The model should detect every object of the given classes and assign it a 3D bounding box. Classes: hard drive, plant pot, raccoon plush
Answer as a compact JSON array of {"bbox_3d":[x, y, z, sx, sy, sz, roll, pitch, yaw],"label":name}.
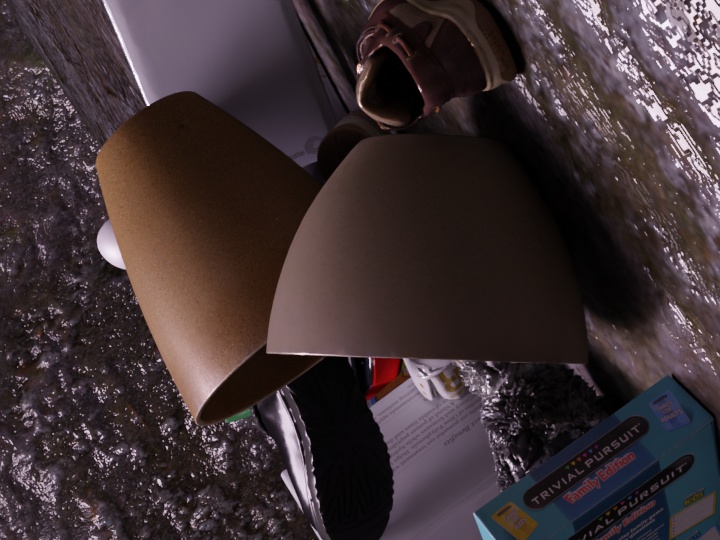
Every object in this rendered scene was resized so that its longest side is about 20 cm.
[{"bbox_3d":[-0.105,-0.159,1.281,0.027,0.131,0.201,-113,2,-65],"label":"hard drive"},{"bbox_3d":[0.043,-0.012,1.047,0.200,0.199,0.136,172,100,-79],"label":"plant pot"},{"bbox_3d":[0.105,0.120,1.198,0.134,0.096,0.201,52,137,41],"label":"raccoon plush"},{"bbox_3d":[-0.097,-0.024,1.222,0.200,0.186,0.187,53,169,12],"label":"plant pot"}]

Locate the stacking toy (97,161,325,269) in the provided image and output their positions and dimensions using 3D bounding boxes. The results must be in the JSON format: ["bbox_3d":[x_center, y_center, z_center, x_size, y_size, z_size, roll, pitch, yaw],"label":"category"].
[{"bbox_3d":[-0.122,-0.033,1.400,0.146,0.198,0.147,-1,-90,-80],"label":"stacking toy"}]

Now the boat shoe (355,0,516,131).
[{"bbox_3d":[0.025,-0.123,1.022,0.072,0.072,0.200,60,169,-18],"label":"boat shoe"}]

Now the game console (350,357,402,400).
[{"bbox_3d":[0.000,0.000,1.377,0.177,0.031,0.202,131,135,-76],"label":"game console"}]

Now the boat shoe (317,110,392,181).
[{"bbox_3d":[0.043,-0.032,1.269,0.200,0.072,0.065,54,-154,-10],"label":"boat shoe"}]

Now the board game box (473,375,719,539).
[{"bbox_3d":[0.163,0.177,1.084,0.047,0.151,0.201,48,166,40],"label":"board game box"}]

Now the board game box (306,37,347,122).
[{"bbox_3d":[-0.088,-0.209,1.392,0.201,0.034,0.134,61,169,-25],"label":"board game box"}]

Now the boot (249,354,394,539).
[{"bbox_3d":[-0.058,0.124,1.392,0.157,0.079,0.213,3,111,54],"label":"boot"}]

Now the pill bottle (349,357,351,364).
[{"bbox_3d":[-0.050,-0.003,1.512,0.111,0.110,0.201,176,75,-78],"label":"pill bottle"}]

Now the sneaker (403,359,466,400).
[{"bbox_3d":[0.068,0.063,1.416,0.116,0.073,0.200,58,179,-20],"label":"sneaker"}]

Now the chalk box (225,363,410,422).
[{"bbox_3d":[-0.045,0.092,1.644,0.124,0.199,0.125,51,169,23],"label":"chalk box"}]

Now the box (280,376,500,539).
[{"bbox_3d":[0.078,0.225,1.488,0.171,0.198,0.201,42,164,53],"label":"box"}]
